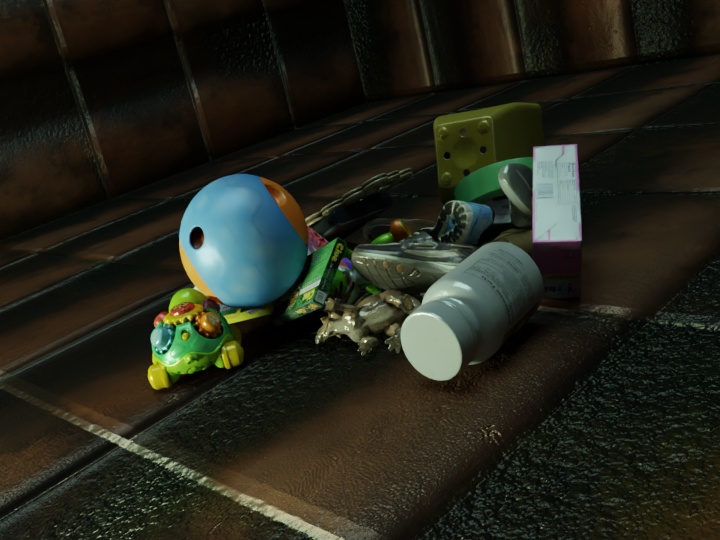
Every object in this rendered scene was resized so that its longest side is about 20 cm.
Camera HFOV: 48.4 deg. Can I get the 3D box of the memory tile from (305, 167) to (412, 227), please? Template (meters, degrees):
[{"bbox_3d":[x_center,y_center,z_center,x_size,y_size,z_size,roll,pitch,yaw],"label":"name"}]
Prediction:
[{"bbox_3d":[-0.004,-0.134,1.491,0.198,0.017,0.153,-28,-4,31],"label":"memory tile"}]

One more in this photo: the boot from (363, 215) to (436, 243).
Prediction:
[{"bbox_3d":[0.099,-0.061,1.465,0.196,0.072,0.146,14,4,8],"label":"boot"}]

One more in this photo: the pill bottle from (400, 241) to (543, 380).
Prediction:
[{"bbox_3d":[0.140,0.052,1.007,0.113,0.117,0.199,1,23,40],"label":"pill bottle"}]

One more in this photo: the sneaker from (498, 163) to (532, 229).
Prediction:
[{"bbox_3d":[0.268,-0.102,1.294,0.079,0.199,0.072,-6,60,40],"label":"sneaker"}]

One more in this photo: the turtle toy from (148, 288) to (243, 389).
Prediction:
[{"bbox_3d":[-0.259,0.093,1.224,0.143,0.103,0.200,-16,18,-6],"label":"turtle toy"}]

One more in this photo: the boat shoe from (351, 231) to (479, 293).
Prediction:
[{"bbox_3d":[0.086,-0.012,1.163,0.196,0.075,0.074,10,52,5],"label":"boat shoe"}]

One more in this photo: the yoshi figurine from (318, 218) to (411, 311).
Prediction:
[{"bbox_3d":[-0.001,0.004,1.277,0.198,0.112,0.113,-30,38,10],"label":"yoshi figurine"}]

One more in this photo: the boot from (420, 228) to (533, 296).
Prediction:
[{"bbox_3d":[0.209,-0.008,1.228,0.198,0.067,0.174,-25,8,-30],"label":"boot"}]

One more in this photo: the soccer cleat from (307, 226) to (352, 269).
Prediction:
[{"bbox_3d":[-0.092,-0.044,1.354,0.196,0.075,0.068,21,5,-4],"label":"soccer cleat"}]

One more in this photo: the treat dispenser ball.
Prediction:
[{"bbox_3d":[-0.178,-0.044,1.224,0.197,0.205,0.201,-13,17,4],"label":"treat dispenser ball"}]

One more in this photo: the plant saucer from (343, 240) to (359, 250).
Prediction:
[{"bbox_3d":[-0.061,-0.007,1.481,0.197,0.037,0.199,-25,21,-28],"label":"plant saucer"}]

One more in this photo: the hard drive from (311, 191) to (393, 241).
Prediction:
[{"bbox_3d":[-0.042,-0.084,1.537,0.138,0.033,0.199,-24,-4,-36],"label":"hard drive"}]

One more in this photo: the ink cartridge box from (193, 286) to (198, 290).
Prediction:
[{"bbox_3d":[-0.246,-0.017,1.586,0.200,0.047,0.198,-45,2,27],"label":"ink cartridge box"}]

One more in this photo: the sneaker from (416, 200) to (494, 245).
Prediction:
[{"bbox_3d":[0.154,-0.048,1.304,0.088,0.080,0.200,-7,-18,-25],"label":"sneaker"}]

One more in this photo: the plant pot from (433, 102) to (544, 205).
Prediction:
[{"bbox_3d":[0.233,-0.218,1.525,0.191,0.200,0.199,-5,0,28],"label":"plant pot"}]

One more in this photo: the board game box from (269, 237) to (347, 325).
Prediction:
[{"bbox_3d":[-0.084,0.021,1.230,0.199,0.023,0.106,-25,39,63],"label":"board game box"}]

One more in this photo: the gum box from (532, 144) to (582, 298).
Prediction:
[{"bbox_3d":[0.279,-0.076,1.138,0.065,0.115,0.203,-1,49,14],"label":"gum box"}]

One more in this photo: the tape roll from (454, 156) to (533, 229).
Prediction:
[{"bbox_3d":[0.264,-0.131,1.397,0.196,0.049,0.201,-8,-19,-3],"label":"tape roll"}]

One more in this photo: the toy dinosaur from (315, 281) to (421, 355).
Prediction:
[{"bbox_3d":[0.021,0.060,1.144,0.195,0.088,0.136,-7,11,5],"label":"toy dinosaur"}]

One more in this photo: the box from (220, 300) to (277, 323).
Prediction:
[{"bbox_3d":[-0.170,0.024,1.394,0.115,0.049,0.201,-14,25,29],"label":"box"}]
